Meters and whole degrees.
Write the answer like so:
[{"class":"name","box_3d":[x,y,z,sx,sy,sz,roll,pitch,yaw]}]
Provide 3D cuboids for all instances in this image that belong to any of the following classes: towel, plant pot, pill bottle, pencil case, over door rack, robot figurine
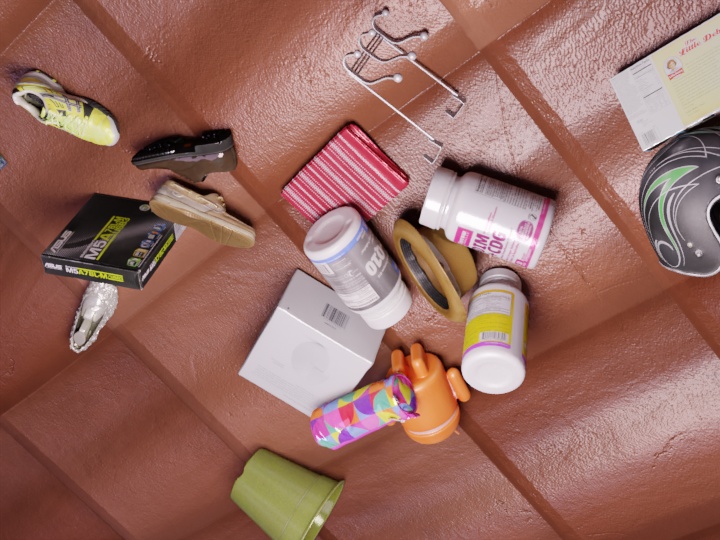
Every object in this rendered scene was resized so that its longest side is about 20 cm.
[{"class":"towel","box_3d":[-0.027,-0.142,1.663,0.144,0.023,0.199,41,128,-13]},{"class":"plant pot","box_3d":[-0.162,0.471,2.049,0.188,0.200,0.202,31,129,12]},{"class":"pill bottle","box_3d":[0.223,0.093,1.618,0.102,0.202,0.105,7,136,7]},{"class":"pencil case","box_3d":[0.006,0.250,1.736,0.198,0.089,0.089,-26,113,28]},{"class":"pill bottle","box_3d":[0.000,0.000,1.684,0.112,0.115,0.201,-19,126,29]},{"class":"over door rack","box_3d":[0.077,-0.280,1.453,0.200,0.149,0.066,45,131,-14]},{"class":"pill bottle","box_3d":[0.199,-0.087,1.562,0.197,0.114,0.115,19,128,6]},{"class":"robot figurine","box_3d":[0.113,0.234,1.814,0.116,0.143,0.202,17,137,52]}]

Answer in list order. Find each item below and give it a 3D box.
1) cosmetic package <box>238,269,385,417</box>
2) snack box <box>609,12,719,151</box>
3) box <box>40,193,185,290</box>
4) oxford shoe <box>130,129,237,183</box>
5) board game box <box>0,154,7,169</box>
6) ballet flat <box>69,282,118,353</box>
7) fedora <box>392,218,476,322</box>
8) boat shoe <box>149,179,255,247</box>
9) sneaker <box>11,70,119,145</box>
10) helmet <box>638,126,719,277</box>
[{"class":"cosmetic package","box_3d":[-0.088,0.144,1.817,0.197,0.124,0.201,31,127,-5]},{"class":"snack box","box_3d":[0.458,-0.264,1.367,0.198,0.037,0.118,-29,81,33]},{"class":"box","box_3d":[-0.432,-0.055,1.753,0.189,0.201,0.048,11,130,12]},{"class":"oxford shoe","box_3d":[-0.304,-0.184,1.699,0.196,0.073,0.086,-1,125,20]},{"class":"board game box","box_3d":[-0.798,-0.227,1.850,0.198,0.062,0.201,-24,113,31]},{"class":"ballet flat","box_3d":[-0.538,0.094,1.979,0.071,0.072,0.201,29,127,-3]},{"class":"fedora","box_3d":[0.134,-0.013,1.637,0.081,0.200,0.203,-33,115,-13]},{"class":"boat shoe","box_3d":[-0.270,-0.105,1.741,0.197,0.070,0.074,23,153,-4]},{"class":"sneaker","box_3d":[-0.513,-0.267,1.712,0.197,0.077,0.076,27,126,-2]},{"class":"helmet","box_3d":[0.493,-0.106,1.398,0.196,0.200,0.194,-3,108,21]}]
